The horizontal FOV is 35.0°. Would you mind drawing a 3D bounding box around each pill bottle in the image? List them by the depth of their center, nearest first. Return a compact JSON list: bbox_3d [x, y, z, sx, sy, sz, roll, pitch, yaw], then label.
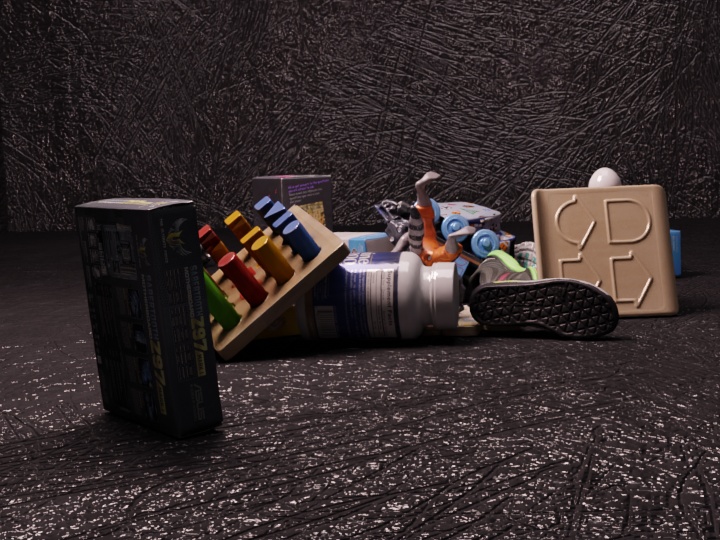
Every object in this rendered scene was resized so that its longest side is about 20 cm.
[{"bbox_3d":[0.023,0.033,1.439,0.197,0.113,0.111,-1,6,10],"label":"pill bottle"}]

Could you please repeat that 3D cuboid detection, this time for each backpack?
[{"bbox_3d":[0.149,-0.035,1.929,0.188,0.156,0.199,-16,14,-24],"label":"backpack"}]

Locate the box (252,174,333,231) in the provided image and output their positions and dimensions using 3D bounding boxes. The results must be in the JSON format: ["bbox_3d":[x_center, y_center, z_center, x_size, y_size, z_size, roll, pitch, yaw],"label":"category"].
[{"bbox_3d":[-0.119,-0.066,2.017,0.105,0.203,0.122,-5,6,-31],"label":"box"}]

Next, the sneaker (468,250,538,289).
[{"bbox_3d":[0.221,0.033,1.664,0.083,0.077,0.200,-38,20,-7],"label":"sneaker"}]

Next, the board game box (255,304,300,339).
[{"bbox_3d":[-0.132,0.061,1.570,0.198,0.041,0.152,-5,7,-29],"label":"board game box"}]

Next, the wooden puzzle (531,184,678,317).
[{"bbox_3d":[0.337,-0.023,1.593,0.197,0.188,0.046,-1,-14,-5],"label":"wooden puzzle"}]

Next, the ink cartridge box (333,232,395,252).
[{"bbox_3d":[-0.022,0.004,1.689,0.067,0.117,0.199,-12,9,-36],"label":"ink cartridge box"}]

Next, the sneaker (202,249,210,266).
[{"bbox_3d":[-0.374,-0.050,2.544,0.110,0.078,0.200,-8,10,3],"label":"sneaker"}]

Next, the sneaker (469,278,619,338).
[{"bbox_3d":[0.235,0.040,1.451,0.198,0.073,0.083,7,6,25],"label":"sneaker"}]

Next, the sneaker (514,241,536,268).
[{"bbox_3d":[0.296,-0.009,1.973,0.090,0.079,0.199,12,6,-31],"label":"sneaker"}]

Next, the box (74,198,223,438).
[{"bbox_3d":[-0.193,0.038,1.031,0.051,0.203,0.157,-13,11,-35],"label":"box"}]

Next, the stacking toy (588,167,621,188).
[{"bbox_3d":[0.353,-0.048,1.668,0.144,0.203,0.146,-3,6,0],"label":"stacking toy"}]

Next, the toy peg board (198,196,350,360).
[{"bbox_3d":[-0.143,-0.019,1.416,0.199,0.098,0.200,-41,26,-6],"label":"toy peg board"}]

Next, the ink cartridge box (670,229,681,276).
[{"bbox_3d":[0.449,-0.030,2.036,0.197,0.086,0.144,-5,7,-16],"label":"ink cartridge box"}]

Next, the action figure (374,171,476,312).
[{"bbox_3d":[0.064,-0.035,1.525,0.104,0.195,0.200,-17,53,-38],"label":"action figure"}]

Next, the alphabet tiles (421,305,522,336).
[{"bbox_3d":[0.130,0.067,1.558,0.193,0.015,0.200,0,6,17],"label":"alphabet tiles"}]

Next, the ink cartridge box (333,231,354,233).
[{"bbox_3d":[0.000,0.000,1.778,0.050,0.111,0.199,-5,6,-26],"label":"ink cartridge box"}]

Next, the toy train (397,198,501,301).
[{"bbox_3d":[0.130,-0.031,1.795,0.198,0.115,0.087,28,-9,0],"label":"toy train"}]
